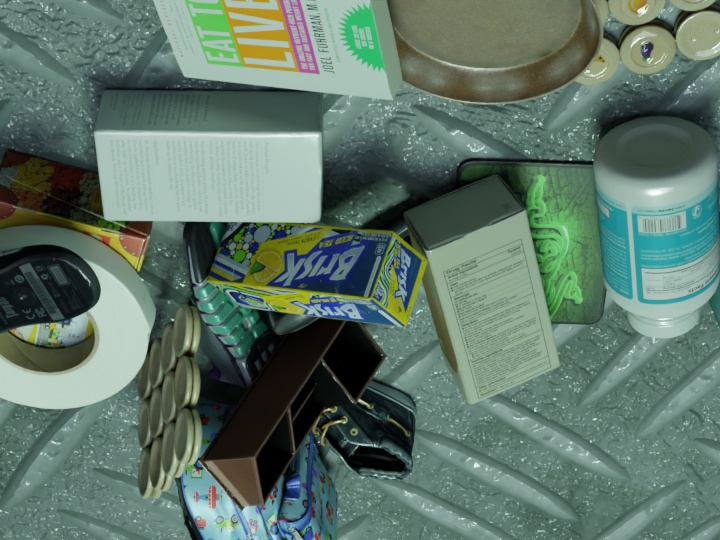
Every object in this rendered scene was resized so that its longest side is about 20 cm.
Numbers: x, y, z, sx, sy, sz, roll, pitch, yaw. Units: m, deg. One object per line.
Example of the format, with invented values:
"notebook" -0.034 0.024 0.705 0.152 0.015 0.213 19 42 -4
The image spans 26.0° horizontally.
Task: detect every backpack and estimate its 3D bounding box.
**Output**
"backpack" -0.112 0.222 1.609 0.134 0.183 0.200 -12 125 11

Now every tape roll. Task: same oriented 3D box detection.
"tape roll" -0.294 0.046 1.456 0.202 0.037 0.203 1 129 1

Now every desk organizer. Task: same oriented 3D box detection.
"desk organizer" -0.062 0.132 1.502 0.077 0.200 0.072 -11 125 45

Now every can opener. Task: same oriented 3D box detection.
"can opener" 0.000 0.000 1.503 0.200 0.079 0.063 -30 132 8

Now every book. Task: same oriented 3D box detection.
"book" -0.070 -0.211 1.297 0.199 0.048 0.134 8 138 22

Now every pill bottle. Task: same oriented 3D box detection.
"pill bottle" 0.275 -0.034 1.438 0.110 0.111 0.200 -7 129 6

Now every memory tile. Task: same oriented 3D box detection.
"memory tile" 0.213 -0.228 1.339 0.199 0.017 0.154 -12 129 10
"memory tile" -0.185 0.131 1.511 0.017 0.154 0.200 5 158 -21

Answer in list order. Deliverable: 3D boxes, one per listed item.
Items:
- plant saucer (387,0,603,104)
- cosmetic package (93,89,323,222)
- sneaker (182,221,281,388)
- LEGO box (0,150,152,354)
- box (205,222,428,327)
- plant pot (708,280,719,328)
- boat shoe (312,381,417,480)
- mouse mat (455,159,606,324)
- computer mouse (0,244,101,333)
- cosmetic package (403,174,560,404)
"plant saucer" 0.102 -0.209 1.298 0.199 0.035 0.200 5 150 3
"cosmetic package" -0.133 -0.103 1.409 0.199 0.071 0.102 1 129 0
"sneaker" -0.149 0.036 1.530 0.087 0.074 0.201 2 122 37
"LEGO box" -0.291 0.001 1.493 0.148 0.077 0.200 15 128 -11
"box" -0.042 0.001 1.429 0.199 0.070 0.064 5 159 39
"plant pot" 0.429 0.034 1.460 0.200 0.161 0.201 0 129 0
"boat shoe" -0.031 0.147 1.602 0.200 0.091 0.071 20 127 -15
"mouse mat" 0.167 -0.024 1.515 0.160 0.008 0.200 1 130 -1
"computer mouse" -0.330 -0.004 1.370 0.199 0.046 0.141 -19 121 22
"cosmetic package" 0.117 0.020 1.485 0.105 0.071 0.200 -21 128 -7
